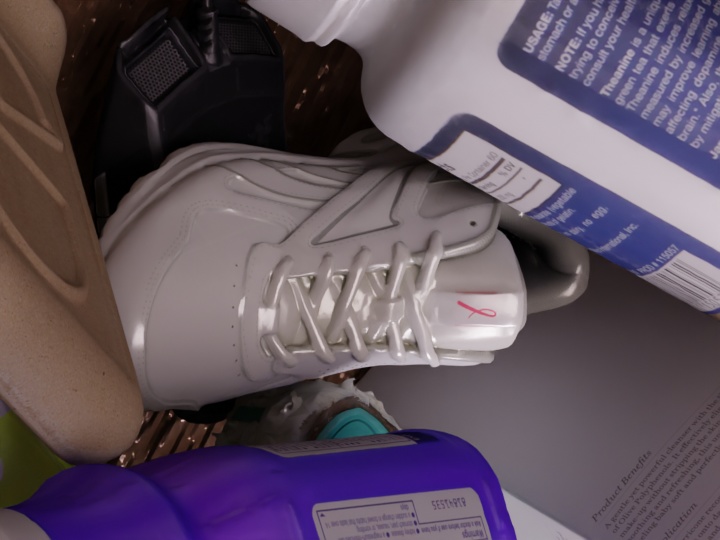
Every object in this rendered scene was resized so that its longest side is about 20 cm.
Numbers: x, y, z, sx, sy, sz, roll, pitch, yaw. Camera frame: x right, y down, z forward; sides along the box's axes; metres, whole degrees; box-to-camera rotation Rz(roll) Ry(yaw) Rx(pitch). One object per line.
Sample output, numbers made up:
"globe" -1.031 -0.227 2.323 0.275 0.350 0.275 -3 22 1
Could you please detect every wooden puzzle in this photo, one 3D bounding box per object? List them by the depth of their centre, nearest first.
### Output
"wooden puzzle" -0.134 -0.059 0.681 0.046 0.200 0.185 -28 130 11

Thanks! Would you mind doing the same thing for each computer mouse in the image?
"computer mouse" -0.042 -0.058 0.829 0.140 0.046 0.201 -33 127 -41

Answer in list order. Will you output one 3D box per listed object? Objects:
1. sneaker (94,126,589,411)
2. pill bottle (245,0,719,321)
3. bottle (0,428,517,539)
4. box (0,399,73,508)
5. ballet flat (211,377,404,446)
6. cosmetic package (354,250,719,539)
"sneaker" 0.000 0.000 0.782 0.200 0.099 0.078 -22 120 -45
"pill bottle" 0.070 -0.070 0.769 0.200 0.111 0.111 29 90 -9
"bottle" -0.038 0.083 0.681 0.200 0.083 0.065 1 68 -55
"box" -0.155 -0.002 0.721 0.048 0.122 0.200 -36 123 -2
"ballet flat" 0.016 0.107 0.852 0.072 0.072 0.200 -42 122 -13
"cosmetic package" 0.099 0.061 0.856 0.108 0.200 0.085 -45 124 -11
